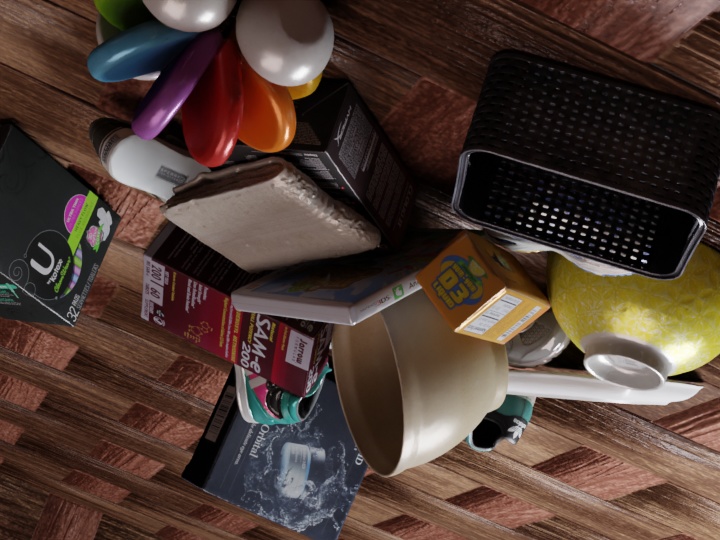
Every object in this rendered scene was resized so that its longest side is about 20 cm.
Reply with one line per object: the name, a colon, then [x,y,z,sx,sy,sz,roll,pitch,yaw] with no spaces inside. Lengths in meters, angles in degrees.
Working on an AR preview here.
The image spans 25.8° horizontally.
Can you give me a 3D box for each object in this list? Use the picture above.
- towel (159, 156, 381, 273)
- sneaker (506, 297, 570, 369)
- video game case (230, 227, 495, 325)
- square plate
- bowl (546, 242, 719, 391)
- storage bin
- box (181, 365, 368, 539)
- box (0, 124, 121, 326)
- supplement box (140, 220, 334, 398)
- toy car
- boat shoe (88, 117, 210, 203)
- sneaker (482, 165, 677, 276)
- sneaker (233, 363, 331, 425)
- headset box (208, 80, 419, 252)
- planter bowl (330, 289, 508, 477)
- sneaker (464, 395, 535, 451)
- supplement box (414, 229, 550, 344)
towel: [-0.085,-0.049,1.442,0.132,0.035,0.199,34,153,-34]
sneaker: [0.135,0.053,1.641,0.199,0.075,0.082,-2,151,42]
video game case: [0.000,0.000,1.494,0.199,0.181,0.022,5,117,53]
square plate: [0.242,0.125,1.685,0.198,0.029,0.197,2,176,33]
bowl: [0.262,0.049,1.488,0.198,0.109,0.200,17,159,7]
storage bin: [0.183,-0.082,1.265,0.198,0.094,0.135,16,158,5]
box: [-0.096,0.225,2.046,0.199,0.198,0.117,26,172,-18]
box: [-0.391,-0.050,1.738,0.123,0.150,0.200,4,153,36]
supplement box: [-0.126,0.040,1.616,0.199,0.061,0.109,25,141,11]
toy car: [-0.131,-0.163,1.256,0.199,0.151,0.175,27,157,-19]
boat shoe: [-0.189,-0.101,1.578,0.200,0.071,0.064,32,-171,-47]
sneaker: [0.183,-0.050,1.365,0.198,0.076,0.088,6,154,28]
sneaker: [-0.097,0.106,1.885,0.120,0.084,0.201,7,126,26]
headset box: [-0.046,-0.092,1.454,0.148,0.078,0.200,7,156,29]
planter bowl: [0.065,0.092,1.567,0.134,0.202,0.200,-11,166,-19]
sneaker: [0.130,0.180,1.934,0.071,0.081,0.199,32,155,-29]
supplement box: [0.114,0.018,1.426,0.067,0.069,0.200,53,-171,16]
